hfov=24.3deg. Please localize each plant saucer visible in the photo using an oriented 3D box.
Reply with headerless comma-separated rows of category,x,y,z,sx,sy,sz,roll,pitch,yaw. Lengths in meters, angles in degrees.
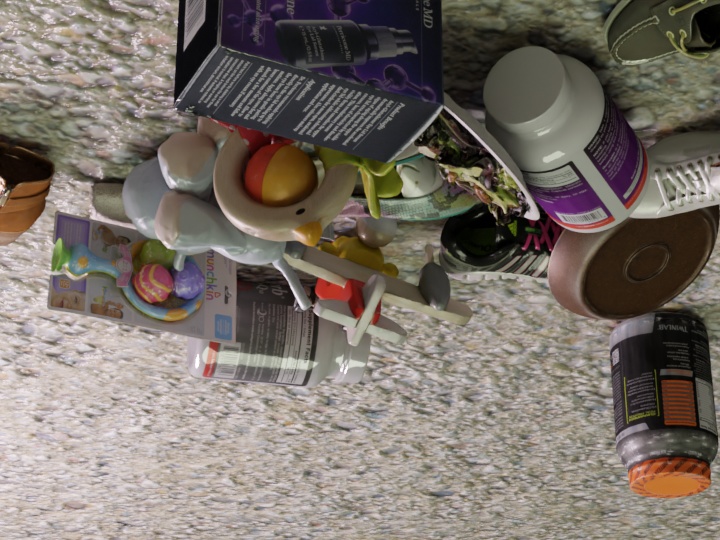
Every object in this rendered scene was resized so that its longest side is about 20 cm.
plant saucer,0.289,-0.017,1.727,0.199,0.035,0.201,-15,137,-14

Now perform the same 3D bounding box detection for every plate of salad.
plate of salad,0.080,-0.108,1.497,0.048,0.200,0.200,-46,148,-5

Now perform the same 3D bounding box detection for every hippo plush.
hippo plush,-0.140,-0.077,1.633,0.199,0.161,0.160,26,171,-33

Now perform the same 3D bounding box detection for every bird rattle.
bird rattle,-0.064,-0.105,1.468,0.199,0.164,0.113,23,155,13

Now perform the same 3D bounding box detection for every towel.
towel,-0.228,-0.034,1.796,0.131,0.035,0.200,4,154,-9

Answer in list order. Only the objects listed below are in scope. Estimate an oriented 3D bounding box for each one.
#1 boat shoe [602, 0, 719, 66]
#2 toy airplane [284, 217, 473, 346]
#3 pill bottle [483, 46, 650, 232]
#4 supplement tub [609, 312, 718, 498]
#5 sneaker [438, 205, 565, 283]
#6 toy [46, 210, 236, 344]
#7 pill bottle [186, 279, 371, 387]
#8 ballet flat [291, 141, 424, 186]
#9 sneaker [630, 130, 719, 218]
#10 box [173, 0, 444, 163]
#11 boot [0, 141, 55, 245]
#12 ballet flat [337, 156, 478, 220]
boat shoe,0.285,-0.214,1.391,0.072,0.061,0.201,24,145,-38
toy airplane,0.000,0.000,1.746,0.198,0.142,0.200,23,-177,31
pill bottle,0.184,-0.122,1.524,0.112,0.113,0.200,-12,151,24
supplement tub,0.363,0.162,2.006,0.121,0.202,0.123,1,155,0
sneaker,0.172,-0.033,1.750,0.198,0.074,0.088,-3,158,15
toy,-0.214,0.000,1.703,0.198,0.116,0.047,10,147,-19
pill bottle,-0.094,0.074,1.925,0.198,0.117,0.116,6,154,-13
ballet flat,-0.017,-0.113,1.572,0.199,0.070,0.070,-23,163,-24
sneaker,0.330,-0.096,1.592,0.199,0.073,0.085,-21,-168,22
box,-0.040,-0.191,1.344,0.198,0.149,0.104,11,152,-24
boot,-0.409,-0.081,1.663,0.198,0.074,0.155,0,158,-28
ballet flat,0.020,-0.088,1.661,0.198,0.069,0.072,-2,135,4
